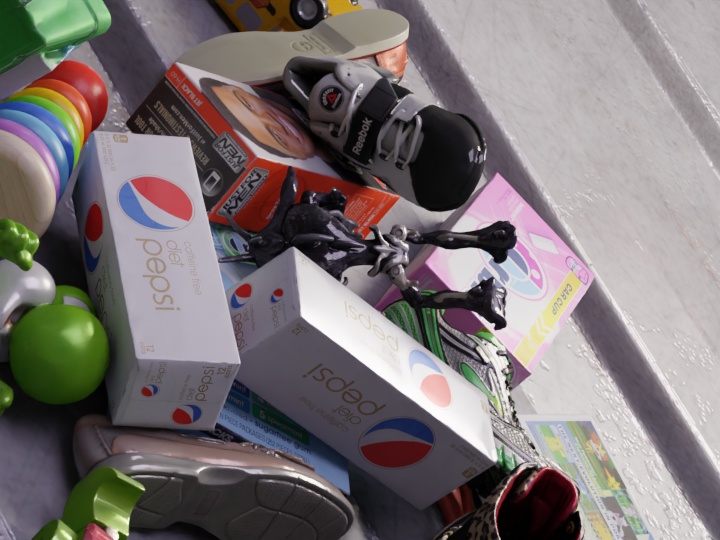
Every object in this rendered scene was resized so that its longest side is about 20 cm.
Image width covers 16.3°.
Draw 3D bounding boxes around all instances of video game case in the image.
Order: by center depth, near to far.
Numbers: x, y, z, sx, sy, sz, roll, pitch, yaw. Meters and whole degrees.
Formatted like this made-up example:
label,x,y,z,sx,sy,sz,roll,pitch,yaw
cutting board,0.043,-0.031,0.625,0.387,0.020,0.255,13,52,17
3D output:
label,x,y,z,sx,sy,sz,roll,pitch,yaw
video game case,0.159,0.193,1.821,0.182,0.022,0.200,5,53,-54

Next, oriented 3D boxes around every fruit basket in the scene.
label,x,y,z,sx,sy,sz,roll,pitch,yaw
fruit basket,-0.209,-0.174,1.624,0.094,0.185,0.200,62,28,-5

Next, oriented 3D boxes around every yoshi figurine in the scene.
label,x,y,z,sx,sy,sz,roll,pitch,yaw
yoshi figurine,-0.220,0.030,1.464,0.200,0.112,0.112,12,62,-48

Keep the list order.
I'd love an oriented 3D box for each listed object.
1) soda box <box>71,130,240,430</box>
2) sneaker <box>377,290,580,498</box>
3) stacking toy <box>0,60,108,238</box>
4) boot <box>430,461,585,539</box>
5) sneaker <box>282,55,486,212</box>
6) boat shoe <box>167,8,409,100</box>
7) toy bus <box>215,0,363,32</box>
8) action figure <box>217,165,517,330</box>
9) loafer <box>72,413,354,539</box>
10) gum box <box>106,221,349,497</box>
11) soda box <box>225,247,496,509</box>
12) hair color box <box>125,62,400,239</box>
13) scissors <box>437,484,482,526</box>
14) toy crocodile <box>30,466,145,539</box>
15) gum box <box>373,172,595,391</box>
label,x,y,z,sx,sy,sz,roll,pitch,yaw
soda box,-0.129,0.003,1.558,0.068,0.064,0.200,4,44,-21
sneaker,0.084,0.090,1.742,0.200,0.085,0.078,47,-15,17
stacking toy,-0.213,-0.087,1.625,0.085,0.085,0.200,43,26,-10
boot,0.089,0.181,1.620,0.073,0.151,0.200,46,36,7
sneaker,0.009,-0.099,1.753,0.088,0.074,0.200,16,11,-37
boat shoe,-0.052,-0.144,1.870,0.200,0.063,0.071,-16,42,-29
toy bus,-0.086,-0.246,1.955,0.200,0.078,0.065,51,30,4
action figure,0.000,0.000,1.689,0.200,0.102,0.119,6,65,-8
loafer,-0.089,0.126,1.552,0.200,0.072,0.063,15,37,-39
gum box,-0.087,0.049,1.658,0.170,0.045,0.200,30,36,-30
soda box,-0.001,0.072,1.612,0.200,0.068,0.064,38,30,-36
hair color box,-0.065,-0.077,1.761,0.102,0.061,0.200,49,18,24
scissors,0.079,0.197,1.734,0.073,0.014,0.200,25,37,-37
toy crocodile,-0.160,0.190,1.392,0.067,0.062,0.200,40,32,-15
gum box,0.097,0.015,1.909,0.114,0.066,0.200,46,31,-3
